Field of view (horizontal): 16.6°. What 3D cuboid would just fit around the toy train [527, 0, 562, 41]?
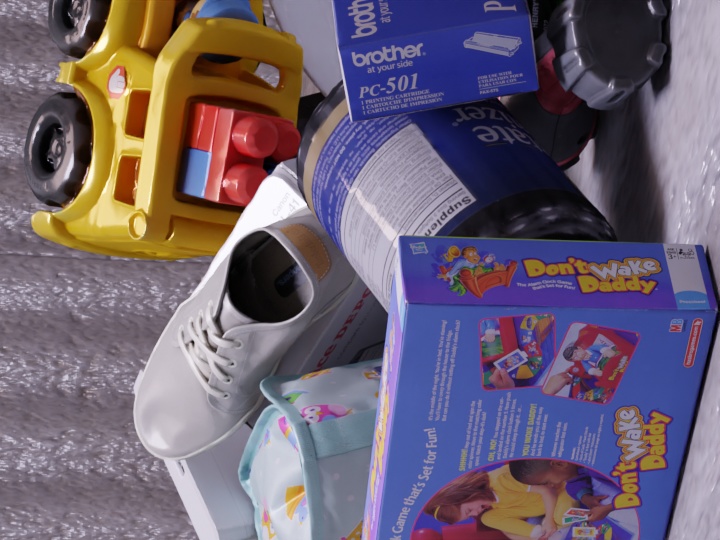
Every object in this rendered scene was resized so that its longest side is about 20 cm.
[{"bbox_3d":[0.100,-0.094,1.439,0.056,0.042,0.201,-36,-52,-84],"label":"toy train"}]

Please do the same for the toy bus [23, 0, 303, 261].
[{"bbox_3d":[-0.096,-0.101,1.473,0.192,0.135,0.201,9,91,56],"label":"toy bus"}]

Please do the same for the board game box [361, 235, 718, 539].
[{"bbox_3d":[0.075,0.076,1.109,0.045,0.134,0.200,-94,9,-49],"label":"board game box"}]

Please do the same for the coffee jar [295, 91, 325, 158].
[{"bbox_3d":[-0.032,-0.027,1.602,0.085,0.104,0.200,52,143,28],"label":"coffee jar"}]

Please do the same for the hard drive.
[{"bbox_3d":[-0.024,0.103,1.515,0.132,0.199,0.026,62,145,32],"label":"hard drive"}]

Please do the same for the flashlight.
[{"bbox_3d":[0.106,-0.093,1.249,0.068,0.068,0.200,-51,3,-11],"label":"flashlight"}]

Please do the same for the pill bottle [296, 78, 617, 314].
[{"bbox_3d":[0.057,-0.012,1.208,0.200,0.112,0.112,52,147,43],"label":"pill bottle"}]

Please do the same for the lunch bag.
[{"bbox_3d":[0.030,0.106,1.362,0.200,0.170,0.122,105,151,-63],"label":"lunch bag"}]

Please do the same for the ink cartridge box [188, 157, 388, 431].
[{"bbox_3d":[0.000,0.000,1.467,0.200,0.086,0.148,-21,-31,-55],"label":"ink cartridge box"}]

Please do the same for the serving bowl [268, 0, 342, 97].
[{"bbox_3d":[0.019,-0.186,1.461,0.200,0.066,0.201,32,132,43],"label":"serving bowl"}]

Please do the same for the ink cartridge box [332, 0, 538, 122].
[{"bbox_3d":[0.032,-0.146,1.250,0.200,0.094,0.044,-97,-3,-58],"label":"ink cartridge box"}]

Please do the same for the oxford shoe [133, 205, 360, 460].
[{"bbox_3d":[-0.072,0.035,1.366,0.200,0.075,0.058,-46,-14,33],"label":"oxford shoe"}]
